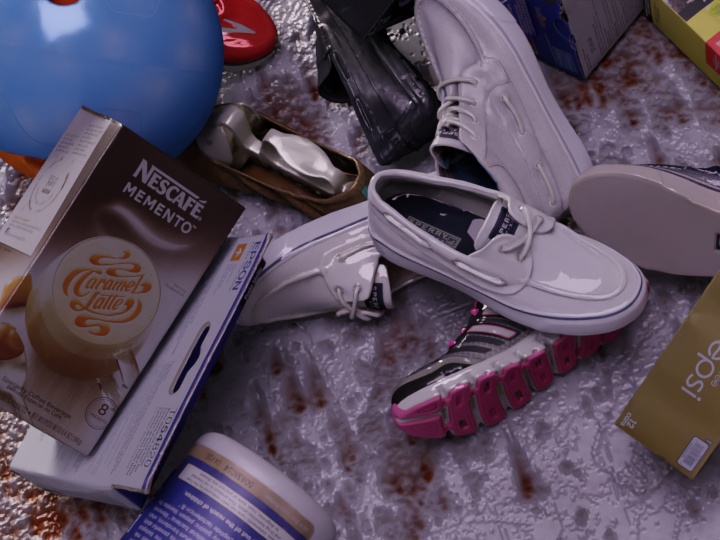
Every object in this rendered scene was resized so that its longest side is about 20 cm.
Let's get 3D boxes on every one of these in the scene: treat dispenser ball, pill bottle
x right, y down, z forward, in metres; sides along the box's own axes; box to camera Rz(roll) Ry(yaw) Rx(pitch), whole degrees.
[{"bbox_3d":[-0.200,-0.159,1.374,0.200,0.201,0.201,-6,62,12],"label":"treat dispenser ball"},{"bbox_3d":[-0.116,0.216,1.234,0.116,0.116,0.200,30,74,26],"label":"pill bottle"}]

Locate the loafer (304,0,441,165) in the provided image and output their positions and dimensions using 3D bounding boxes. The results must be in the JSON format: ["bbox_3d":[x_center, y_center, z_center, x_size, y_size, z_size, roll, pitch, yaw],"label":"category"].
[{"bbox_3d":[-0.008,-0.161,1.427,0.070,0.068,0.201,-40,55,9],"label":"loafer"}]

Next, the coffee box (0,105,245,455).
[{"bbox_3d":[-0.187,0.006,1.270,0.200,0.114,0.080,-58,31,-4],"label":"coffee box"}]

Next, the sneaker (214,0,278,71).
[{"bbox_3d":[-0.147,-0.232,1.461,0.200,0.085,0.077,37,64,-2],"label":"sneaker"}]

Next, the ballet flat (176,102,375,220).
[{"bbox_3d":[-0.068,-0.086,1.403,0.200,0.072,0.068,27,72,26],"label":"ballet flat"}]

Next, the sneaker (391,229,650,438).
[{"bbox_3d":[0.097,0.039,1.295,0.200,0.074,0.088,-32,60,-9],"label":"sneaker"}]

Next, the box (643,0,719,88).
[{"bbox_3d":[0.292,-0.157,1.355,0.075,0.050,0.200,-35,60,-5],"label":"box"}]

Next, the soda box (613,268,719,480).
[{"bbox_3d":[0.247,0.032,1.204,0.064,0.068,0.200,36,105,12],"label":"soda box"}]

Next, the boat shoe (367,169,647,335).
[{"bbox_3d":[0.093,-0.015,1.245,0.200,0.065,0.074,15,63,17],"label":"boat shoe"}]

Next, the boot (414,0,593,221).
[{"bbox_3d":[0.081,-0.114,1.323,0.096,0.074,0.200,-33,88,-39],"label":"boot"}]

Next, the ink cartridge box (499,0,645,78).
[{"bbox_3d":[0.165,-0.238,1.381,0.076,0.137,0.200,30,74,30],"label":"ink cartridge box"}]

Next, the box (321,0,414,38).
[{"bbox_3d":[0.039,-0.291,1.374,0.124,0.149,0.200,42,113,4],"label":"box"}]

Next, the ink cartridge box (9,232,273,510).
[{"bbox_3d":[-0.142,0.068,1.303,0.200,0.041,0.200,0,59,55],"label":"ink cartridge box"}]

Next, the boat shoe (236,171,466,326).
[{"bbox_3d":[0.000,0.000,1.345,0.200,0.071,0.070,-24,59,-4],"label":"boat shoe"}]

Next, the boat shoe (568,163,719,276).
[{"bbox_3d":[0.249,-0.044,1.290,0.200,0.075,0.093,17,37,15],"label":"boat shoe"}]
